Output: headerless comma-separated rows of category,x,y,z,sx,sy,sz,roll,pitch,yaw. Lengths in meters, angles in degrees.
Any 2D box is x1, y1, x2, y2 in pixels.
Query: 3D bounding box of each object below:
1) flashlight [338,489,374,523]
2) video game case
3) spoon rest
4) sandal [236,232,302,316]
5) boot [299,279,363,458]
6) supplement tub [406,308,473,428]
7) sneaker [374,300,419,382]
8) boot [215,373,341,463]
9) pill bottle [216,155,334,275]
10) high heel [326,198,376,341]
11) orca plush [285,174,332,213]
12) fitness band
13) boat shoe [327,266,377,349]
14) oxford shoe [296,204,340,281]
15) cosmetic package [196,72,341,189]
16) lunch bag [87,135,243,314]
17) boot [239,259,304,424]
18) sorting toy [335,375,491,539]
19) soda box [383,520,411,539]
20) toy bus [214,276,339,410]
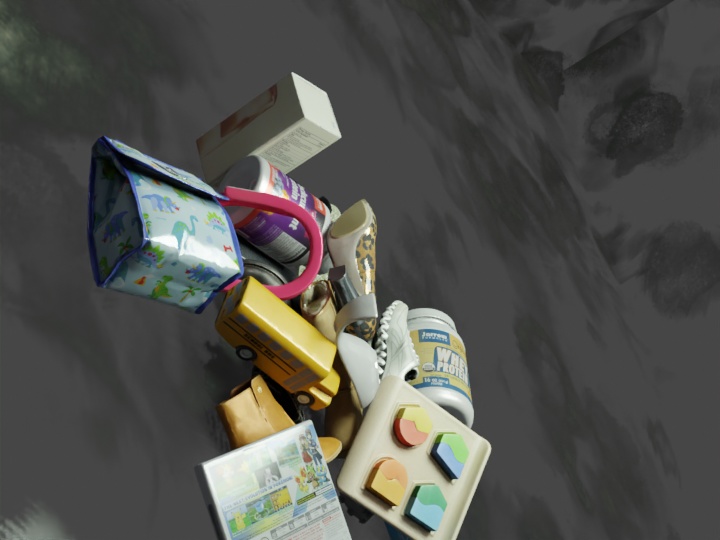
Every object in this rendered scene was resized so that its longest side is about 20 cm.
flashlight,0.054,0.283,1.582,0.067,0.069,0.200,32,57,23
video game case,-0.100,0.298,1.332,0.198,0.022,0.185,-14,83,-50
spoon rest,-0.006,0.111,1.500,0.202,0.059,0.101,89,-5,-49
sandal,-0.145,0.011,1.629,0.199,0.043,0.076,41,23,-20
boot,-0.044,0.143,1.564,0.176,0.065,0.203,-98,175,-61
supplement tub,0.109,0.179,1.807,0.144,0.143,0.202,41,30,-36
sneaker,0.058,0.135,1.728,0.076,0.079,0.202,89,12,-48
boot,-0.105,0.204,1.441,0.200,0.070,0.146,-19,86,-60
pill bottle,-0.114,-0.076,1.630,0.199,0.111,0.113,35,34,-36
high heel,0.000,0.000,1.627,0.202,0.070,0.144,-75,151,-45
orca plush,-0.100,-0.120,1.752,0.071,0.103,0.203,102,-28,-65
fitness band,-0.150,-0.035,1.502,0.037,0.196,0.146,127,-26,-80
boat shoe,-0.010,0.076,1.709,0.064,0.069,0.202,-76,157,-50
oxford shoe,-0.065,-0.018,1.781,0.074,0.058,0.203,11,52,-7
cosmetic package,-0.142,-0.201,1.658,0.103,0.198,0.088,23,43,-56
lunch bag,-0.255,-0.068,1.386,0.169,0.127,0.202,23,37,-45
boot,-0.127,0.098,1.523,0.201,0.069,0.175,52,25,-25
sorting toy,0.082,0.275,1.541,0.199,0.036,0.187,34,65,-16
soda box,0.079,0.374,1.635,0.068,0.064,0.203,9,56,-60
toy bus,-0.101,0.099,1.441,0.199,0.078,0.066,41,40,-23
